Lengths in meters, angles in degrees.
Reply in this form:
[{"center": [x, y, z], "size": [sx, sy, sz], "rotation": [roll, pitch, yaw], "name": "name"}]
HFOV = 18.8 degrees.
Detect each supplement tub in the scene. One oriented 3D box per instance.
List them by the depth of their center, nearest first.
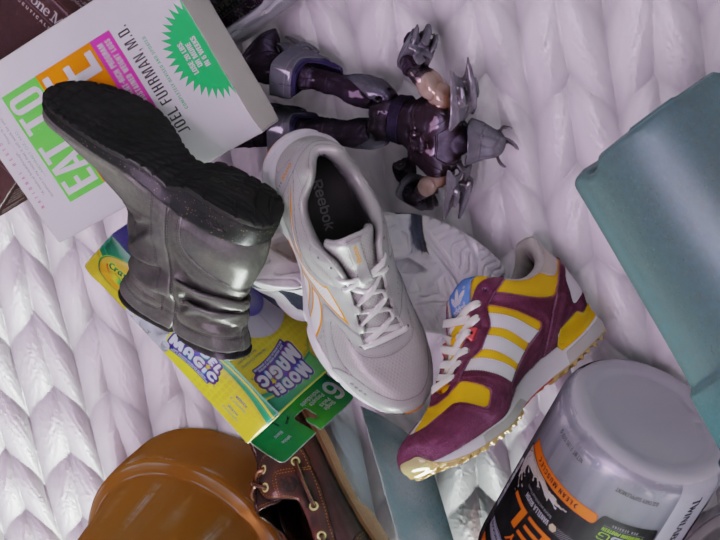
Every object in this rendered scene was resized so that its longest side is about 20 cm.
[{"center": [0.155, 0.168, 1.471], "size": [0.122, 0.123, 0.200], "rotation": [34, 126, 13], "name": "supplement tub"}]

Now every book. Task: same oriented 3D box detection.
[{"center": [-0.166, -0.116, 1.486], "size": [0.200, 0.048, 0.134], "rotation": [-27, 98, 34], "name": "book"}]

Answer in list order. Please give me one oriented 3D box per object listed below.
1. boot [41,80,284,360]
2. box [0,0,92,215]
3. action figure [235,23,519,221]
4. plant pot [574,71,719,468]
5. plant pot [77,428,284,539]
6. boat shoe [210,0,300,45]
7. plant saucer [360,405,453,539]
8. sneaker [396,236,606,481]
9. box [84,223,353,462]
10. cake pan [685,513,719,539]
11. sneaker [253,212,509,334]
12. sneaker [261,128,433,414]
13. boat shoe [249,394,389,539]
[{"center": [-0.145, -0.030, 1.440], "size": [0.200, 0.068, 0.131], "rotation": [34, 127, 21], "name": "boot"}, {"center": [-0.244, -0.141, 1.592], "size": [0.100, 0.075, 0.200], "rotation": [43, 126, 6], "name": "box"}, {"center": [0.014, -0.106, 1.459], "size": [0.200, 0.069, 0.130], "rotation": [14, 113, 20], "name": "action figure"}, {"center": [0.242, -0.017, 1.294], "size": [0.200, 0.200, 0.196], "rotation": [-39, 83, 38], "name": "plant pot"}, {"center": [-0.150, 0.250, 1.658], "size": [0.200, 0.183, 0.200], "rotation": [13, 120, 25], "name": "plant pot"}, {"center": [-0.064, -0.207, 1.450], "size": [0.200, 0.069, 0.072], "rotation": [-29, 96, 38], "name": "boat shoe"}, {"center": [0.044, 0.187, 1.533], "size": [0.039, 0.201, 0.201], "rotation": [-17, 107, -1], "name": "plant saucer"}, {"center": [0.074, 0.057, 1.418], "size": [0.075, 0.200, 0.090], "rotation": [-28, 99, 48], "name": "sneaker"}, {"center": [-0.090, 0.036, 1.557], "size": [0.200, 0.117, 0.048], "rotation": [48, 129, 1], "name": "box"}, {"center": [0.286, 0.247, 1.416], "size": [0.200, 0.037, 0.201], "rotation": [-3, 74, 10], "name": "cake pan"}, {"center": [0.000, 0.000, 1.520], "size": [0.199, 0.130, 0.080], "rotation": [5, 88, -10], "name": "sneaker"}, {"center": [-0.005, 0.005, 1.405], "size": [0.200, 0.076, 0.092], "rotation": [65, 170, -7], "name": "sneaker"}, {"center": [-0.044, 0.162, 1.589], "size": [0.200, 0.070, 0.070], "rotation": [57, 156, 20], "name": "boat shoe"}]
